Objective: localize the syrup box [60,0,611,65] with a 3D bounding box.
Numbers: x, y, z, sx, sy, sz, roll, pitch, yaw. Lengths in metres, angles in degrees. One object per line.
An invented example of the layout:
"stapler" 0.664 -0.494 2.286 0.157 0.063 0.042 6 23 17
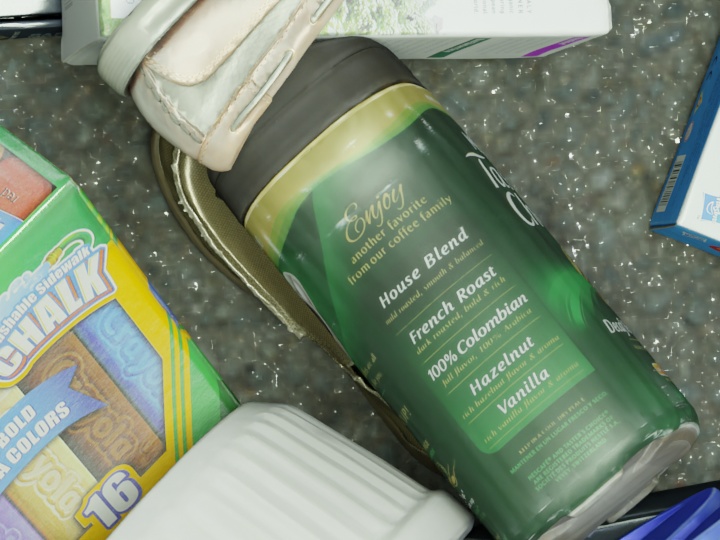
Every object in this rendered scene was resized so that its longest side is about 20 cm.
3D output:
"syrup box" -0.010 -0.122 1.112 0.199 0.081 0.079 -2 88 -16

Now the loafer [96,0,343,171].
"loafer" -0.001 -0.117 1.033 0.200 0.072 0.063 -43 85 -6

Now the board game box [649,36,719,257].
"board game box" 0.247 -0.074 1.210 0.195 0.056 0.200 21 88 -6

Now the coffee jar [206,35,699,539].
"coffee jar" 0.031 0.007 1.071 0.085 0.104 0.200 -41 77 6

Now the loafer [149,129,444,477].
"loafer" 0.000 0.000 1.162 0.200 0.067 0.076 44 79 -7

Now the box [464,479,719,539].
"box" 0.125 0.189 1.157 0.148 0.107 0.201 -9 89 -12

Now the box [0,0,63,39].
"box" -0.098 -0.195 1.162 0.157 0.051 0.201 -5 88 -12

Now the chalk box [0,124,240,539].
"chalk box" -0.155 0.012 1.048 0.124 0.200 0.124 -45 52 -11

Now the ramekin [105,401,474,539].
"ramekin" -0.056 0.137 1.081 0.094 0.202 0.202 41 79 5

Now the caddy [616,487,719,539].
"caddy" 0.096 0.160 1.027 0.200 0.141 0.105 -33 90 -11
